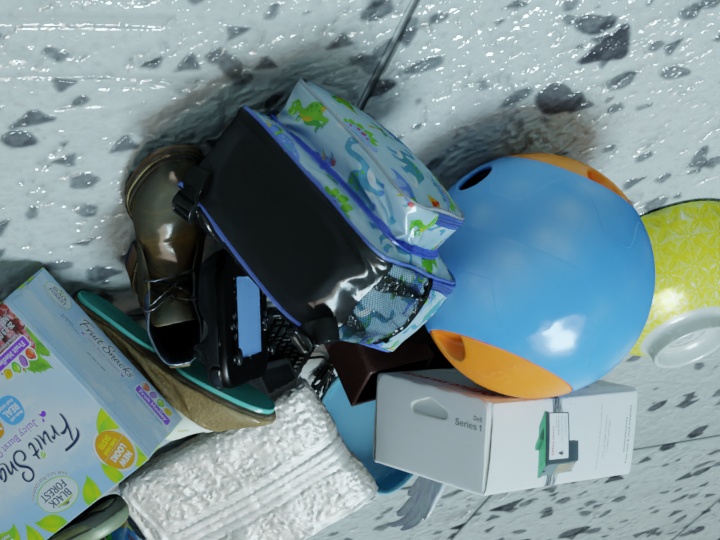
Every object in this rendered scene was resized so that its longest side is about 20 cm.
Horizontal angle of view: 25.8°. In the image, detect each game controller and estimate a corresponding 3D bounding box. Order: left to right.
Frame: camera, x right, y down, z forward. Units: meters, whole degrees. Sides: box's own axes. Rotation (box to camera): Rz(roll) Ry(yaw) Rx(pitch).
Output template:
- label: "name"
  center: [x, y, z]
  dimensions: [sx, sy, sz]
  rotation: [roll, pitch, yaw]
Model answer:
- label: "game controller"
  center: [-0.097, 0.036, 1.256]
  dimensions: [0.042, 0.106, 0.200]
  rotation: [6, -179, 5]

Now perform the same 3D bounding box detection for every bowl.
- label: "bowl"
  center: [0.309, 0.031, 1.566]
  dimensions: [0.198, 0.109, 0.201]
  rotation: [-15, 152, -8]

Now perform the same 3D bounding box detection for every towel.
- label: "towel"
  center: [-0.100, 0.189, 1.363]
  dimensions: [0.199, 0.035, 0.133]
  rotation: [-30, 112, 6]

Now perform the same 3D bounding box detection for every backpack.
- label: "backpack"
  center: [-0.012, -0.033, 1.161]
  dimensions: [0.147, 0.183, 0.200]
  rotation: [-46, 158, 6]

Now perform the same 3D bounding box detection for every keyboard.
- label: "keyboard"
  center: [-0.065, 0.091, 1.526]
  dimensions: [0.126, 0.021, 0.200]
  rotation: [-6, 150, -25]

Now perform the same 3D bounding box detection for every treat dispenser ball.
- label: "treat dispenser ball"
  center: [0.143, 0.004, 1.303]
  dimensions: [0.199, 0.203, 0.201]
  rotation: [-15, 153, -8]

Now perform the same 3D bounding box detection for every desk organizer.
- label: "desk organizer"
  center: [0.069, 0.056, 1.464]
  dimensions: [0.198, 0.078, 0.072]
  rotation: [-13, 153, -26]

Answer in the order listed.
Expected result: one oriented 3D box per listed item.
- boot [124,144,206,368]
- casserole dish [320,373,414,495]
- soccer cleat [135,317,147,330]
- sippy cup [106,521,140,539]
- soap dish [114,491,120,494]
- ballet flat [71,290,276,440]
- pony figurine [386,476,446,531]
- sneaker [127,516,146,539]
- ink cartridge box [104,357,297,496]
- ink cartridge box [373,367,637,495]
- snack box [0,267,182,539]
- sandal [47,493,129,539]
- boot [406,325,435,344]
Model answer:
- label: "boot"
  center: [-0.138, -0.009, 1.208]
  dimensions: [0.074, 0.098, 0.201]
  rotation: [-11, 152, -16]
- label: "casserole dish"
  center: [0.028, 0.125, 1.499]
  dimensions: [0.200, 0.121, 0.039]
  rotation: [-46, -167, -33]
- label: "soccer cleat"
  center: [-0.233, 0.097, 1.365]
  dimensions: [0.198, 0.070, 0.077]
  rotation: [-25, 170, 17]
- label: "sippy cup"
  center: [-0.187, 0.242, 1.615]
  dimensions: [0.178, 0.139, 0.131]
  rotation: [-39, 157, -38]
- label: "soap dish"
  center: [-0.329, 0.204, 1.490]
  dimensions: [0.198, 0.082, 0.158]
  rotation: [-22, 153, 5]
- label: "ballet flat"
  center: [-0.167, 0.094, 1.296]
  dimensions: [0.073, 0.199, 0.068]
  rotation: [-60, -179, 11]
- label: "pony figurine"
  center: [0.079, 0.164, 1.645]
  dimensions: [0.199, 0.166, 0.194]
  rotation: [21, 101, -48]
- label: "sneaker"
  center: [-0.121, 0.187, 1.435]
  dimensions: [0.199, 0.078, 0.086]
  rotation: [-29, 173, 11]
- label: "ink cartridge box"
  center: [-0.171, 0.149, 1.447]
  dimensions: [0.173, 0.044, 0.199]
  rotation: [-32, 169, 30]
- label: "ink cartridge box"
  center: [0.128, 0.137, 1.403]
  dimensions: [0.199, 0.085, 0.145]
  rotation: [-1, -173, -42]
- label: "snack box"
  center: [-0.269, 0.122, 1.283]
  dimensions: [0.200, 0.169, 0.068]
  rotation: [-37, -172, 35]
- label: "sandal"
  center: [-0.251, 0.247, 1.375]
  dimensions: [0.080, 0.058, 0.201]
  rotation: [-40, -175, -33]
- label: "boot"
  center: [0.000, 0.000, 1.364]
  dimensions: [0.199, 0.076, 0.073]
  rotation: [22, 155, -32]
